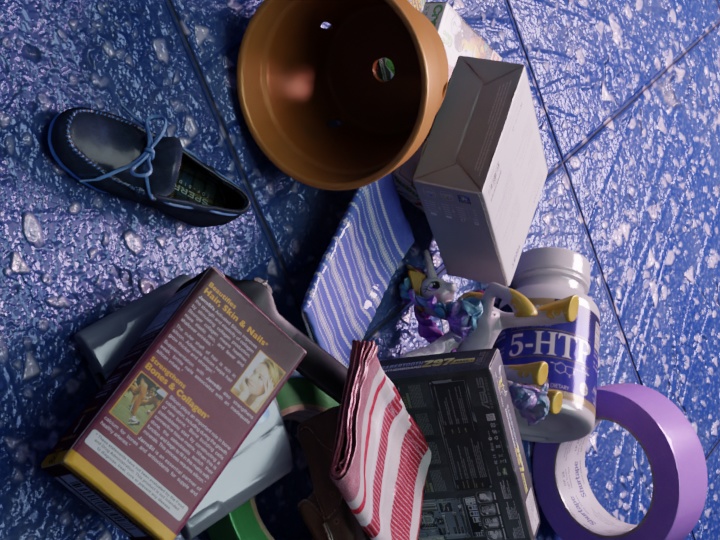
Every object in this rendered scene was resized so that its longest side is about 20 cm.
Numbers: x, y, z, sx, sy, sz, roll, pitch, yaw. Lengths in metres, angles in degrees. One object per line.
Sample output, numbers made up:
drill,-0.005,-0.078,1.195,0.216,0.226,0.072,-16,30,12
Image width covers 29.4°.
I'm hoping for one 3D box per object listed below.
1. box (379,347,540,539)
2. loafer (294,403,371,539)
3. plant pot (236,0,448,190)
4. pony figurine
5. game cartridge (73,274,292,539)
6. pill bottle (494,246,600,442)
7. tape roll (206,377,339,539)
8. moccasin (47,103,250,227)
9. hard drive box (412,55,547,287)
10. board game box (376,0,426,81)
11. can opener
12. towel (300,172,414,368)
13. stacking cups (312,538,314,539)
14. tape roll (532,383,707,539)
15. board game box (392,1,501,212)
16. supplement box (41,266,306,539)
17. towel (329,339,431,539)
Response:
box,0.083,0.184,1.377,0.051,0.156,0.202,-51,129,-63
loafer,-0.018,0.221,1.247,0.073,0.070,0.202,3,80,-71
plant pot,-0.001,-0.189,1.325,0.140,0.198,0.202,-29,108,-61
pony figurine,0.118,0.089,1.439,0.166,0.199,0.195,-3,104,-53
game cartridge,-0.145,0.112,1.191,0.133,0.041,0.201,-31,94,-25
pill bottle,0.211,0.083,1.559,0.119,0.119,0.202,31,56,-41
tape roll,-0.056,0.203,1.287,0.199,0.048,0.203,14,66,-34
moccasin,-0.177,-0.097,1.201,0.199,0.068,0.081,20,72,-44
hard drive box,0.131,-0.100,1.442,0.200,0.076,0.157,64,42,-57
board game box,0.033,-0.283,1.478,0.104,0.023,0.202,-24,104,-43
can opener,-0.064,0.073,1.276,0.199,0.063,0.079,35,90,-11
towel,0.000,0.000,1.376,0.145,0.024,0.201,70,38,-51
stacking cups,0.025,0.322,1.389,0.199,0.060,0.061,33,63,-37
tape roll,0.297,0.234,1.584,0.065,0.199,0.202,-6,90,-46
board game box,0.086,-0.171,1.490,0.126,0.034,0.202,32,70,-49
supplement box,-0.151,0.112,1.120,0.110,0.086,0.201,42,65,-13
towel,0.023,0.176,1.236,0.201,0.023,0.145,62,30,-46
